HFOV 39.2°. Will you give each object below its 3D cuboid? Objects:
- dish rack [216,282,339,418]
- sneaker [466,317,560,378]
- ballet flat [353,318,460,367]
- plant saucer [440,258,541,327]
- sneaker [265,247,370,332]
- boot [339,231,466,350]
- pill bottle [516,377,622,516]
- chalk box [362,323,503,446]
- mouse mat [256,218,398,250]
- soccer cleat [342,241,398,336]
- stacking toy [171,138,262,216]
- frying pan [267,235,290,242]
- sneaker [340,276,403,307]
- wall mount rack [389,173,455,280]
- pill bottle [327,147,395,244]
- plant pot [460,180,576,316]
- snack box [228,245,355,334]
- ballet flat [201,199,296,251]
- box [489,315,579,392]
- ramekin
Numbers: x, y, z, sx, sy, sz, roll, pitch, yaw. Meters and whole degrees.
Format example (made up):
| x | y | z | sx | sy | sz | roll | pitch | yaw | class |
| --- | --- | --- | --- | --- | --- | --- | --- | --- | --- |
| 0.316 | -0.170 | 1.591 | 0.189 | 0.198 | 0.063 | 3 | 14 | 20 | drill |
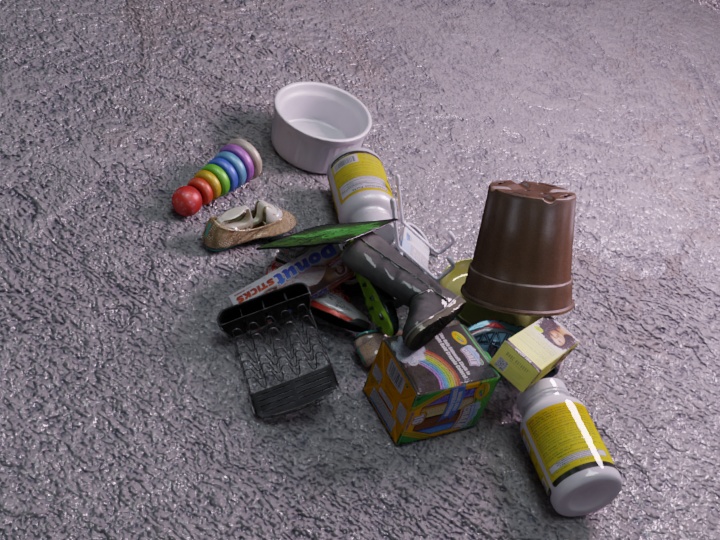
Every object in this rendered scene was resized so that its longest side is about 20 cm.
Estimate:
| x | y | z | sx | sy | sz | roll | pitch | yaw | class |
| --- | --- | --- | --- | --- | --- | --- | --- | --- | --- |
| -0.123 | 0.126 | 1.558 | 0.153 | 0.055 | 0.200 | -21 | 53 | -3 | dish rack |
| 0.254 | 0.141 | 1.718 | 0.200 | 0.079 | 0.096 | 4 | 45 | -17 | sneaker |
| 0.084 | 0.127 | 1.687 | 0.200 | 0.068 | 0.067 | -9 | 67 | -22 | ballet flat |
| 0.236 | 0.056 | 1.842 | 0.200 | 0.031 | 0.200 | 11 | 41 | -10 | plant saucer |
| -0.059 | 0.022 | 1.702 | 0.201 | 0.067 | 0.108 | 23 | 74 | 8 | sneaker |
| 0.051 | 0.025 | 1.579 | 0.200 | 0.073 | 0.182 | 41 | 29 | 12 | boot |
| 0.317 | 0.270 | 1.572 | 0.112 | 0.113 | 0.200 | 1 | 44 | -21 | pill bottle |
| 0.128 | 0.174 | 1.597 | 0.200 | 0.124 | 0.125 | -7 | 46 | -29 | chalk box |
| -0.056 | -0.060 | 1.679 | 0.200 | 0.008 | 0.161 | -2 | 15 | 40 | mouse mat |
| 0.034 | 0.021 | 1.674 | 0.081 | 0.068 | 0.200 | -12 | 53 | -18 | soccer cleat |
| -0.272 | -0.162 | 1.855 | 0.085 | 0.085 | 0.200 | 33 | 49 | 15 | stacking toy |
| -0.075 | -0.056 | 1.764 | 0.190 | 0.031 | 0.115 | -13 | 6 | 4 | frying pan |
| 0.000 | 0.000 | 1.797 | 0.200 | 0.076 | 0.115 | 21 | 23 | 6 | sneaker |
| 0.099 | -0.074 | 1.845 | 0.174 | 0.075 | 0.200 | 42 | 23 | -14 | wall mount rack |
| 0.006 | -0.129 | 1.894 | 0.111 | 0.111 | 0.200 | 4 | 43 | -18 | pill bottle |
| 0.282 | -0.045 | 1.745 | 0.200 | 0.199 | 0.200 | 5 | 17 | -1 | plant pot |
| -0.112 | 0.025 | 1.656 | 0.200 | 0.024 | 0.072 | -30 | 69 | -6 | snack box |
| -0.191 | -0.088 | 1.801 | 0.200 | 0.065 | 0.070 | -22 | 46 | -40 | ballet flat |
| 0.282 | 0.129 | 1.625 | 0.075 | 0.050 | 0.200 | 42 | 28 | 15 | box |
| -0.085 | -0.285 | 2.041 | 0.200 | 0.098 | 0.201 | 11 | 41 | -10 | ramekin |
